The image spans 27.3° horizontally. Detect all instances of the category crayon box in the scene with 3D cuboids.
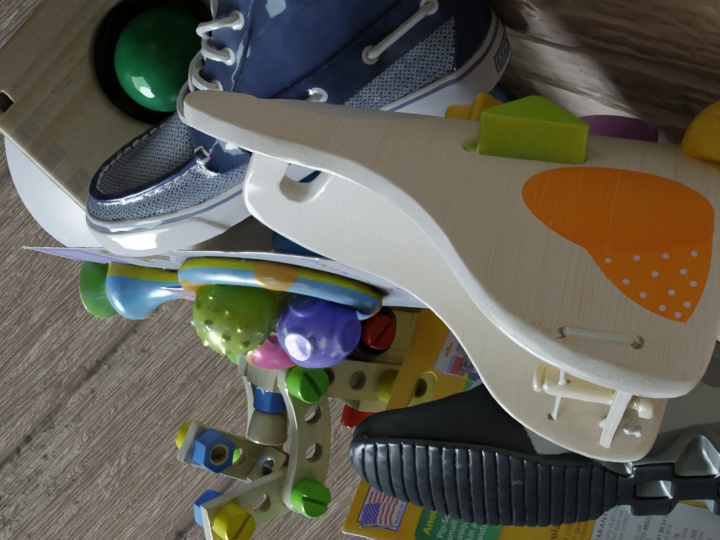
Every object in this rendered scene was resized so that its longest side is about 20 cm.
[{"bbox_3d":[0.105,0.095,0.701,0.200,0.126,0.052,9,156,30],"label":"crayon box"}]

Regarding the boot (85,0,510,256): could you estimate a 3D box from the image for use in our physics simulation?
[{"bbox_3d":[-0.046,-0.082,0.603,0.090,0.200,0.073,52,-160,-38],"label":"boot"}]

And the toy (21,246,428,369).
[{"bbox_3d":[-0.052,0.020,0.691,0.200,0.047,0.115,7,174,36],"label":"toy"}]

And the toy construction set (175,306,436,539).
[{"bbox_3d":[-0.001,0.077,0.790,0.092,0.132,0.200,17,-174,38],"label":"toy construction set"}]

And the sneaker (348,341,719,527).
[{"bbox_3d":[0.094,0.058,0.637,0.074,0.199,0.089,87,-178,-58],"label":"sneaker"}]

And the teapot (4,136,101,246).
[{"bbox_3d":[-0.137,-0.113,0.949,0.200,0.197,0.146,42,150,24],"label":"teapot"}]

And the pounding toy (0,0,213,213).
[{"bbox_3d":[-0.098,-0.131,0.722,0.142,0.184,0.200,44,-176,-4],"label":"pounding toy"}]

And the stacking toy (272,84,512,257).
[{"bbox_3d":[0.061,-0.015,0.766,0.116,0.110,0.200,11,164,40],"label":"stacking toy"}]

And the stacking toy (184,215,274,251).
[{"bbox_3d":[0.000,0.000,0.858,0.200,0.146,0.146,47,175,-27],"label":"stacking toy"}]

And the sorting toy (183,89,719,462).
[{"bbox_3d":[0.032,-0.016,0.510,0.180,0.107,0.200,17,170,10],"label":"sorting toy"}]
